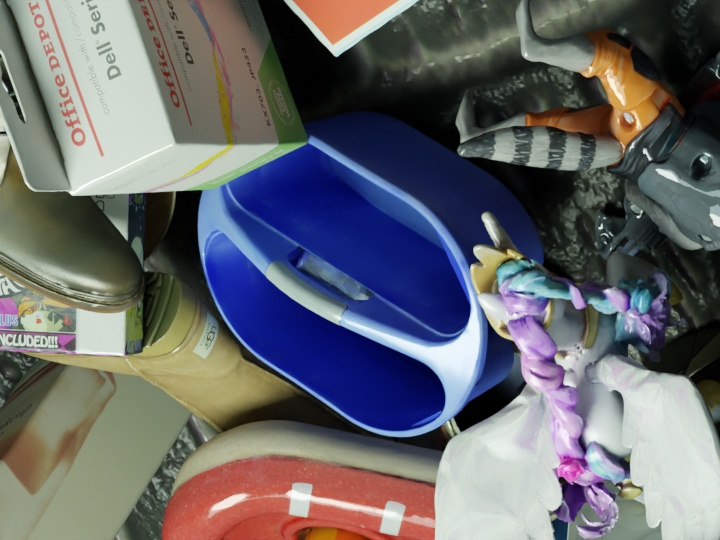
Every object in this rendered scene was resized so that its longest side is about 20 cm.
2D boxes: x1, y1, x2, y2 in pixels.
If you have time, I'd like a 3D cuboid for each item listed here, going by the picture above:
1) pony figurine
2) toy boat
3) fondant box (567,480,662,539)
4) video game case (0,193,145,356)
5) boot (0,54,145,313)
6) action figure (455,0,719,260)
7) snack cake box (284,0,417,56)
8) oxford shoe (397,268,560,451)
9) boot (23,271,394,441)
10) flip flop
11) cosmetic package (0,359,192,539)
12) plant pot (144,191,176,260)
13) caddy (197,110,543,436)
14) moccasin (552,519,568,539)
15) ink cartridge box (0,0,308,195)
[{"bbox_3d":[0.120,0.073,1.417,0.166,0.200,0.194,-18,74,27],"label":"pony figurine"},{"bbox_3d":[-0.016,0.168,1.574,0.199,0.131,0.131,11,154,2],"label":"toy boat"},{"bbox_3d":[0.179,0.188,1.460,0.143,0.200,0.058,-2,125,9],"label":"fondant box"},{"bbox_3d":[-0.214,-0.048,1.519,0.199,0.036,0.182,3,92,13],"label":"video game case"},{"bbox_3d":[-0.181,-0.067,1.435,0.200,0.075,0.097,40,136,10],"label":"boot"},{"bbox_3d":[0.142,-0.047,1.430,0.193,0.105,0.200,23,137,-4],"label":"action figure"},{"bbox_3d":[0.025,-0.207,1.385,0.200,0.067,0.115,-30,112,39],"label":"snack cake box"},{"bbox_3d":[0.058,0.082,1.596,0.071,0.074,0.200,26,133,4],"label":"oxford shoe"},{"bbox_3d":[-0.101,0.064,1.629,0.175,0.066,0.200,13,163,43],"label":"boot"},{"bbox_3d":[0.153,0.098,1.574,0.057,0.081,0.200,36,129,-25],"label":"flip flop"},{"bbox_3d":[-0.190,0.131,1.668,0.087,0.200,0.103,43,130,-11],"label":"cosmetic package"},{"bbox_3d":[-0.193,-0.079,1.598,0.199,0.028,0.201,14,132,16],"label":"plant pot"},{"bbox_3d":[0.000,0.000,1.493,0.200,0.105,0.142,32,124,29],"label":"caddy"},{"bbox_3d":[0.101,0.185,1.670,0.199,0.081,0.068,11,137,36],"label":"moccasin"},{"bbox_3d":[-0.110,-0.103,1.385,0.067,0.200,0.118,-23,84,23],"label":"ink cartridge box"}]
